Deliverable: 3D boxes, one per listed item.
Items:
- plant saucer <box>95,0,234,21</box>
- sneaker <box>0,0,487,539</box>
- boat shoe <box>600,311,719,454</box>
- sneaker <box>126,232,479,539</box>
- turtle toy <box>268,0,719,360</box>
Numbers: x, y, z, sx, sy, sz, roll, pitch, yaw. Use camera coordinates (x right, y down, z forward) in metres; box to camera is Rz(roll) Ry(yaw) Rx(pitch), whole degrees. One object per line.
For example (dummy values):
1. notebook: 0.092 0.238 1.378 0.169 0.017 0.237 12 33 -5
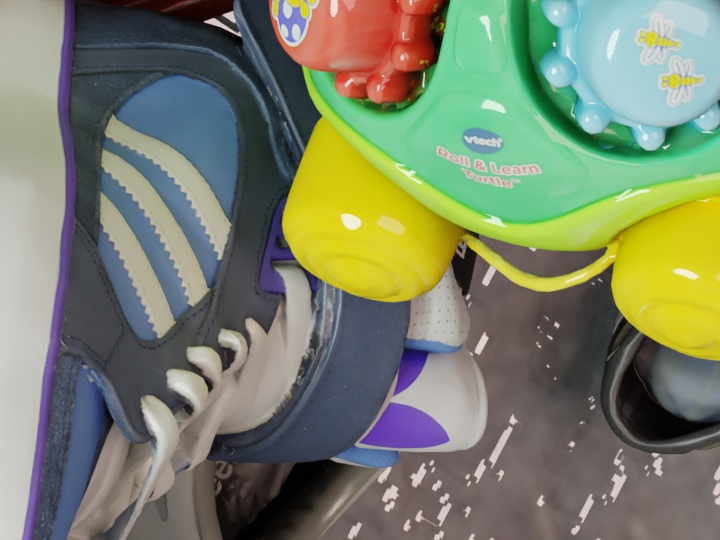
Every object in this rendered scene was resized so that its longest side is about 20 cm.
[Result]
1. plant saucer: -0.059 -0.117 0.674 0.199 0.037 0.200 -20 143 0
2. sneaker: -0.030 0.022 0.649 0.146 0.200 0.081 22 127 -20
3. boat shoe: 0.141 -0.013 0.786 0.200 0.066 0.070 -32 95 27
4. sneaker: 0.000 0.000 0.775 0.074 0.088 0.201 25 81 -22
5. turtle toy: 0.024 -0.073 0.613 0.146 0.199 0.101 -70 154 -22
